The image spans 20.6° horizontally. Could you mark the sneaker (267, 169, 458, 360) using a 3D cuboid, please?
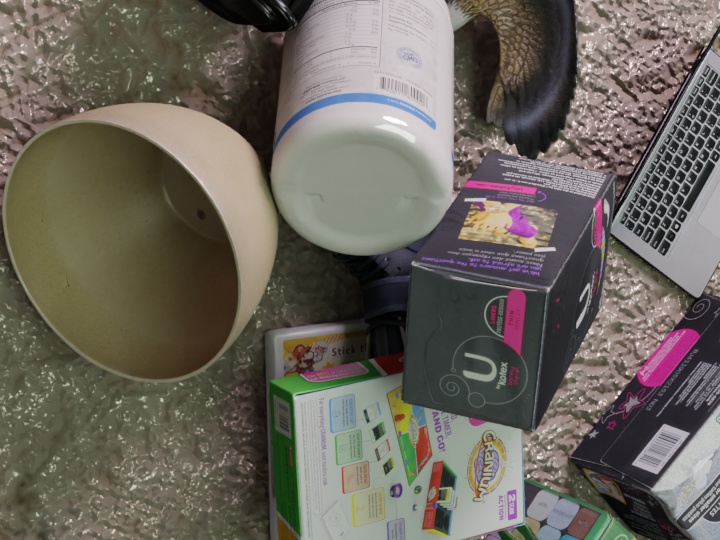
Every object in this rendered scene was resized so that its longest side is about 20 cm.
[{"bbox_3d":[0.001,0.000,1.539,0.202,0.077,0.146,13,76,-31],"label":"sneaker"}]

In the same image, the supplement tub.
[{"bbox_3d":[0.004,-0.120,1.449,0.132,0.200,0.132,1,132,2],"label":"supplement tub"}]

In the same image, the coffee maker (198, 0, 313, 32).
[{"bbox_3d":[-0.047,-0.284,1.414,0.135,0.192,0.200,34,77,-1],"label":"coffee maker"}]

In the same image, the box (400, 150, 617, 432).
[{"bbox_3d":[0.112,0.011,1.465,0.200,0.106,0.122,-53,150,-55],"label":"box"}]

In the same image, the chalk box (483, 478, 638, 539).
[{"bbox_3d":[0.172,0.266,1.663,0.200,0.125,0.124,42,77,-30],"label":"chalk box"}]

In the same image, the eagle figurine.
[{"bbox_3d":[0.118,-0.204,1.559,0.152,0.151,0.200,-42,106,-38],"label":"eagle figurine"}]

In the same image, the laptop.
[{"bbox_3d":[0.298,-0.094,1.682,0.200,0.116,0.187,34,82,-29],"label":"laptop"}]

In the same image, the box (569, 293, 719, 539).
[{"bbox_3d":[0.307,0.137,1.715,0.200,0.132,0.115,-49,116,-13],"label":"box"}]

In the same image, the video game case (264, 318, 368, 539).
[{"bbox_3d":[0.017,0.128,1.617,0.200,0.023,0.182,-6,102,-27],"label":"video game case"}]

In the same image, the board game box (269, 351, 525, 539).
[{"bbox_3d":[0.031,0.141,1.508,0.200,0.040,0.153,-10,107,-28],"label":"board game box"}]

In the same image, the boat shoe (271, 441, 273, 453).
[{"bbox_3d":[0.017,0.173,1.570,0.200,0.071,0.069,12,91,-31],"label":"boat shoe"}]

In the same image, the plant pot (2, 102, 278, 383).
[{"bbox_3d":[-0.136,-0.038,1.425,0.134,0.200,0.201,-40,119,-51],"label":"plant pot"}]
